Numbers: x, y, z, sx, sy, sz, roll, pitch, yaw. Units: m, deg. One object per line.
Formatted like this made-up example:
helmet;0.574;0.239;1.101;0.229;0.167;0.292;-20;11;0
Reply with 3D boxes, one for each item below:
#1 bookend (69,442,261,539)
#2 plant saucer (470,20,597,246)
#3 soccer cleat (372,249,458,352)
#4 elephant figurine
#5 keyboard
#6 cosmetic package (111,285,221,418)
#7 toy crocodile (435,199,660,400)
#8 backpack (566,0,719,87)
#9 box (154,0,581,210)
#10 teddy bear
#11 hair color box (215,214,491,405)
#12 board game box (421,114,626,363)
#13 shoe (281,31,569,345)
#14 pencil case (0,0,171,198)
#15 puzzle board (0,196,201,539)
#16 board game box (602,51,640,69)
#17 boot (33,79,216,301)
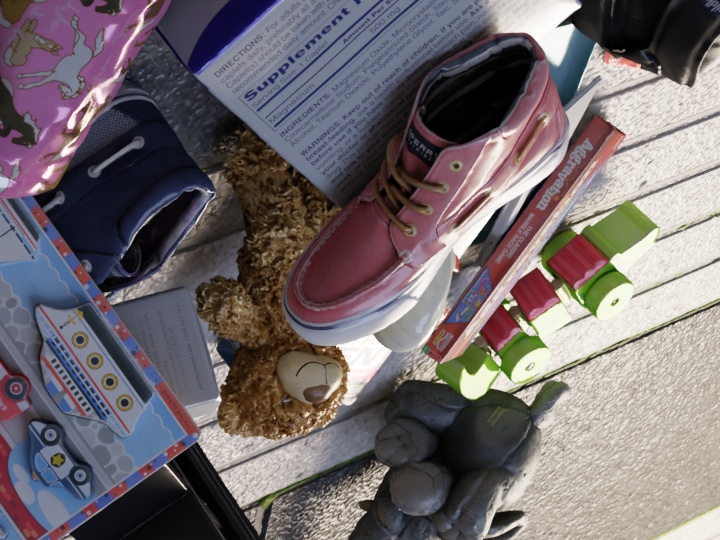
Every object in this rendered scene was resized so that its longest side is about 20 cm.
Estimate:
bookend;-0.132;0.154;1.301;0.092;0.199;0.200;-34;149;-4
plant saucer;0.109;-0.095;1.412;0.070;0.019;0.200;-18;143;-32
soccer cleat;0.018;-0.053;1.241;0.069;0.201;0.077;-4;166;37
elephant figurine;0.063;0.171;1.634;0.200;0.155;0.142;100;5;-62
keyboard;0.116;-0.062;1.383;0.056;0.011;0.200;-48;171;-27
cosmetic package;-0.186;0.072;1.182;0.199;0.074;0.102;-17;173;-9
toy crocodile;0.138;0.021;1.549;0.200;0.068;0.062;-38;149;-1
backpack;0.195;-0.204;1.227;0.127;0.167;0.200;-45;161;-24
box;-0.005;-0.156;1.121;0.184;0.105;0.200;-41;150;5
teddy bear;-0.039;0.004;1.256;0.145;0.067;0.201;29;68;-56
hair color box;0.000;0.000;1.378;0.100;0.061;0.200;2;129;-50
board game box;0.116;-0.021;1.453;0.200;0.019;0.103;-54;170;8
shoe;0.030;-0.048;1.138;0.200;0.071;0.091;-40;151;-8
pencil case;-0.150;-0.128;1.022;0.083;0.087;0.200;-13;142;-56
puzzle board;-0.203;0.052;1.108;0.151;0.200;0.017;-35;-176;-1
board game box;0.248;-0.211;1.404;0.095;0.030;0.200;0;134;-47
boot;-0.172;-0.008;1.149;0.200;0.090;0.073;-47;149;13
